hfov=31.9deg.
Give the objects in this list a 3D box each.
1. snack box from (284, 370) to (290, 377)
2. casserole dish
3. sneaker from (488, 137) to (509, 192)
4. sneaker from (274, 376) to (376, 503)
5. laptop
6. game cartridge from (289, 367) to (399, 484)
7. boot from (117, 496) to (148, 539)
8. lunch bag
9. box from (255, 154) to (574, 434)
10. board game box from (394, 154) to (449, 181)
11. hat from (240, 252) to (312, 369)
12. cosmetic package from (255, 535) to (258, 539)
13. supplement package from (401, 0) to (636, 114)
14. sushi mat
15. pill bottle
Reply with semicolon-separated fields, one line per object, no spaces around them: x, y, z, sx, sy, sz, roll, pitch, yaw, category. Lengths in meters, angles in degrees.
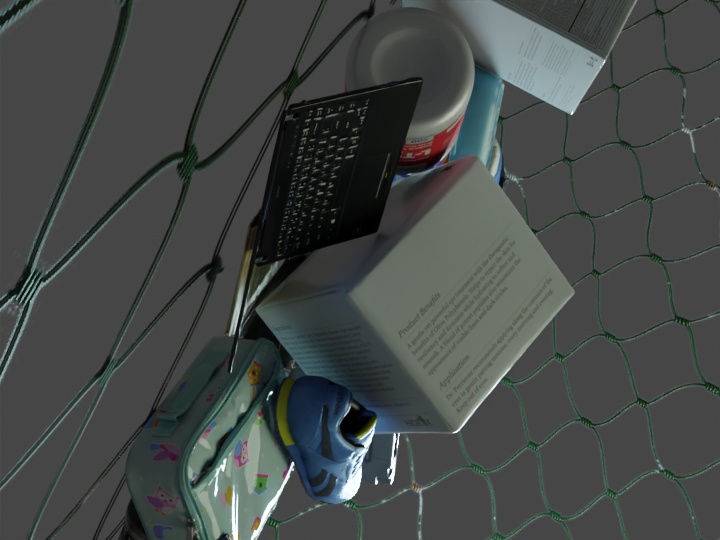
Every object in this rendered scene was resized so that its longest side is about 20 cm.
-0.154;0.222;1.493;0.201;0.053;0.142;-66;173;32;snack box
0.121;-0.151;1.309;0.200;0.038;0.122;-49;149;-76;casserole dish
0.124;-0.070;1.546;0.111;0.076;0.202;10;99;-75;sneaker
-0.018;0.167;1.182;0.201;0.078;0.066;70;27;-52;sneaker
-0.028;-0.039;0.999;0.199;0.104;0.178;-16;144;-29;laptop
-0.018;0.149;1.453;0.042;0.132;0.202;-53;152;-58;game cartridge
-0.186;0.241;1.261;0.204;0.073;0.154;-45;166;-54;boot
-0.126;0.162;1.129;0.200;0.076;0.162;-60;147;-48;lunch bag
0.049;0.029;1.203;0.199;0.172;0.199;-45;-164;-27;box
0.069;-0.118;1.462;0.200;0.044;0.135;90;26;-77;board game box
-0.066;0.045;1.348;0.202;0.080;0.201;-62;175;-10;hat
-0.208;0.366;1.551;0.200;0.105;0.071;-59;174;-49;cosmetic package
0.159;-0.276;1.185;0.148;0.199;0.191;-61;176;-7;supplement package
-0.088;-0.019;1.154;0.096;0.012;0.200;-60;175;-32;sushi mat
0.041;-0.153;1.154;0.113;0.112;0.200;-60;175;-9;pill bottle
